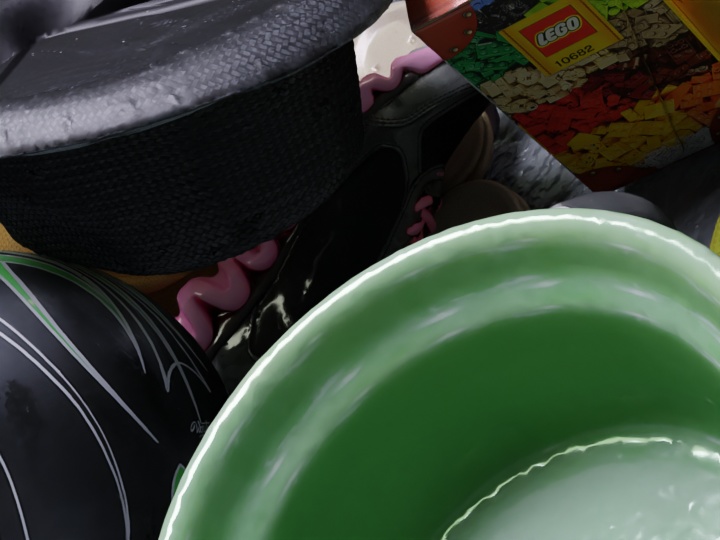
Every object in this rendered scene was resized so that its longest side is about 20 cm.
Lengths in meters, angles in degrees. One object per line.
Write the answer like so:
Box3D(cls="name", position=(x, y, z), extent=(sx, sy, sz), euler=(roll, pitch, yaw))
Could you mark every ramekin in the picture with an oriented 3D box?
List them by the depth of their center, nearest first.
Box3D(cls="ramekin", position=(0.048, 0.092, 0.602), extent=(0.199, 0.098, 0.201), euler=(-20, 48, 24))

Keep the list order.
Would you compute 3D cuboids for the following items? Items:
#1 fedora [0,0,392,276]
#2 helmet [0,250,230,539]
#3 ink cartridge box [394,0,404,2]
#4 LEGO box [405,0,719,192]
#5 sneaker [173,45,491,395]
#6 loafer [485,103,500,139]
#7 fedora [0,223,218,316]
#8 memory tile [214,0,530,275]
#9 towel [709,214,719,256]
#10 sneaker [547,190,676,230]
Box3D(cls="fedora", position=(-0.072, -0.055, 0.771), extent=(0.200, 0.092, 0.201), euler=(-15, 27, 8))
Box3D(cls="helmet", position=(-0.138, 0.085, 0.809), extent=(0.200, 0.200, 0.191), euler=(-30, 72, 32))
Box3D(cls="ink cartridge box", position=(0.035, -0.184, 1.034), extent=(0.200, 0.146, 0.083), euler=(-29, 26, 33))
Box3D(cls="LEGO box", position=(0.072, -0.152, 0.838), extent=(0.077, 0.149, 0.201), euler=(-25, 55, 24))
Box3D(cls="sneaker", position=(0.000, 0.000, 0.881), extent=(0.200, 0.095, 0.079), euler=(-51, -17, 10))
Box3D(cls="loafer", position=(-0.017, -0.037, 1.004), extent=(0.199, 0.063, 0.072), euler=(-24, 60, 27))
Box3D(cls="fedora", position=(-0.114, -0.047, 0.883), extent=(0.201, 0.201, 0.082), euler=(-50, 25, -8))
Box3D(cls="memory tile", position=(-0.022, -0.009, 0.945), extent=(0.200, 0.017, 0.154), euler=(-36, 55, 20))
Box3D(cls="towel", position=(0.202, -0.055, 0.728), extent=(0.200, 0.018, 0.086), euler=(-17, 37, 48))
Box3D(cls="sneaker", position=(0.050, 0.075, 0.728), extent=(0.200, 0.075, 0.116), euler=(-51, 27, 16))
